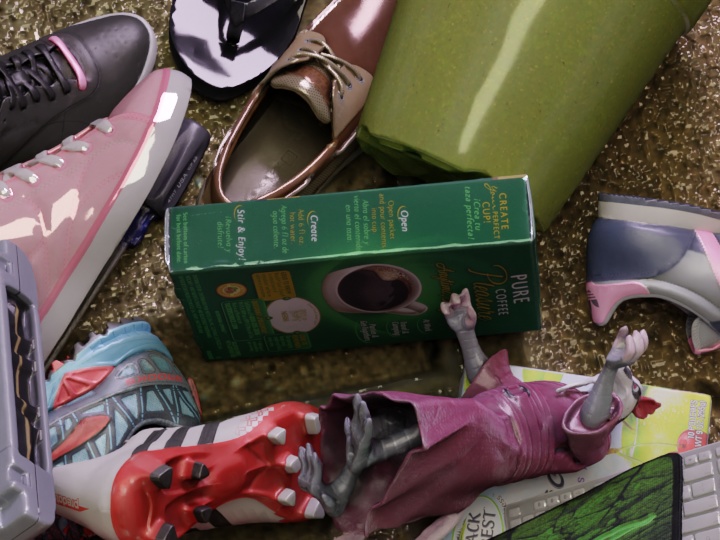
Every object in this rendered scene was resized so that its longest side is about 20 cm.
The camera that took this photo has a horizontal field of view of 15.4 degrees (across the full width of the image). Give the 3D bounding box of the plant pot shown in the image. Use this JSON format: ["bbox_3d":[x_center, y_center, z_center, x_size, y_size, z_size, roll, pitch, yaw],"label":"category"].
[{"bbox_3d":[0.089,-0.131,1.511,0.199,0.200,0.191,26,83,6],"label":"plant pot"}]

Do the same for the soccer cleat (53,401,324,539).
[{"bbox_3d":[-0.081,0.108,1.433,0.085,0.199,0.069,7,101,37],"label":"soccer cleat"}]

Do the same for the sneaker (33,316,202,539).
[{"bbox_3d":[-0.170,0.115,1.455,0.200,0.079,0.096,-40,79,-15],"label":"sneaker"}]

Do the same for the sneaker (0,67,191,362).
[{"bbox_3d":[-0.180,-0.044,1.486,0.104,0.075,0.201,32,87,-10],"label":"sneaker"}]

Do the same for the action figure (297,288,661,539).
[{"bbox_3d":[0.077,0.093,1.408,0.199,0.134,0.150,-6,103,-28],"label":"action figure"}]

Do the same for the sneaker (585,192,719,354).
[{"bbox_3d":[0.224,0.013,1.528,0.198,0.070,0.083,13,91,1],"label":"sneaker"}]

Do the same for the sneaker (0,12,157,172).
[{"bbox_3d":[-0.201,-0.100,1.518,0.199,0.099,0.071,-31,73,-14],"label":"sneaker"}]

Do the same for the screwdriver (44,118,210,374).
[{"bbox_3d":[-0.144,-0.001,1.531,0.028,0.029,0.201,29,79,7],"label":"screwdriver"}]

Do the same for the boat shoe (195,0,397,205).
[{"bbox_3d":[-0.024,-0.096,1.539,0.075,0.072,0.201,29,72,7],"label":"boat shoe"}]

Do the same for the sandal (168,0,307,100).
[{"bbox_3d":[-0.050,-0.192,1.587,0.076,0.043,0.201,30,72,8],"label":"sandal"}]

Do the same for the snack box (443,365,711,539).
[{"bbox_3d":[0.112,0.160,1.467,0.141,0.053,0.202,7,70,2],"label":"snack box"}]

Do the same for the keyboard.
[{"bbox_3d":[0.158,0.126,1.381,0.199,0.011,0.057,-21,59,35],"label":"keyboard"}]

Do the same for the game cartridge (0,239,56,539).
[{"bbox_3d":[-0.220,0.089,1.386,0.133,0.040,0.201,-32,41,19],"label":"game cartridge"}]

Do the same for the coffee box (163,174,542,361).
[{"bbox_3d":[0.000,0.000,1.468,0.198,0.123,0.044,-6,64,5],"label":"coffee box"}]

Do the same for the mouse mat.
[{"bbox_3d":[0.073,0.160,1.332,0.199,0.161,0.008,-29,102,14],"label":"mouse mat"}]
